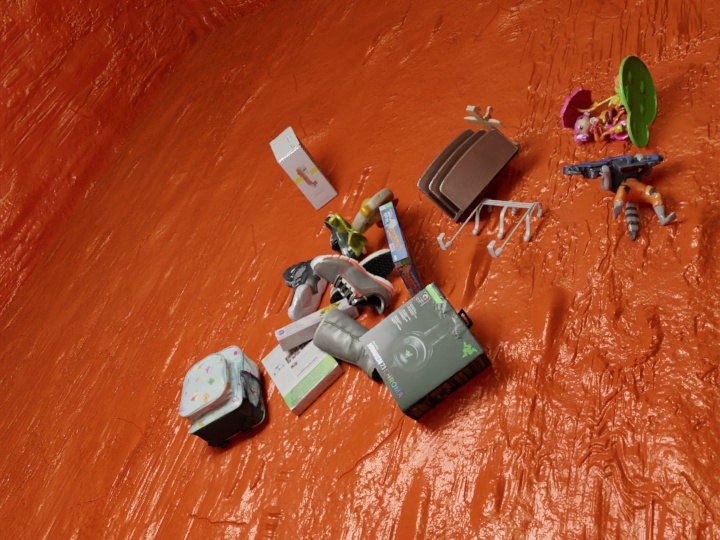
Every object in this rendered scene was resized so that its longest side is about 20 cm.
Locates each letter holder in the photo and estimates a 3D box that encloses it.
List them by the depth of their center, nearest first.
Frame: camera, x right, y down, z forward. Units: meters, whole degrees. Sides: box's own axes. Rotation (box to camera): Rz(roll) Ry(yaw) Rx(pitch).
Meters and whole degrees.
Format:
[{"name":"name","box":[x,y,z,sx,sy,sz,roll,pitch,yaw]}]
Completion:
[{"name":"letter holder","box":[0.242,-0.240,1.473,0.200,0.142,0.101,-47,-5,-9]}]

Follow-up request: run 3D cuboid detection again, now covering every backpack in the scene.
[{"name":"backpack","box":[-0.318,0.276,1.463,0.175,0.153,0.201,-33,31,17]}]

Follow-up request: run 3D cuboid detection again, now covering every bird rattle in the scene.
[{"name":"bird rattle","box":[0.034,-0.134,1.543,0.199,0.113,0.163,-31,-12,-29]}]

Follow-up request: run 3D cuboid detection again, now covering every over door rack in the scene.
[{"name":"over door rack","box":[0.280,-0.085,1.360,0.146,0.067,0.199,11,39,45]}]

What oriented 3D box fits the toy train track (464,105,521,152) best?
[{"name":"toy train track","box":[0.317,-0.336,1.480,0.114,0.199,0.033,26,88,50]}]

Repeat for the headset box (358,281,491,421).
[{"name":"headset box","box":[0.128,0.149,1.207,0.199,0.093,0.175,-36,61,5]}]

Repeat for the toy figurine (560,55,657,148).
[{"name":"toy figurine","box":[0.529,-0.341,1.398,0.183,0.148,0.204,-11,69,51]}]

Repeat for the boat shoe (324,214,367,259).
[{"name":"boat shoe","box":[-0.055,-0.086,1.655,0.067,0.072,0.200,-37,39,-3]}]

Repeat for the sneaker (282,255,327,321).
[{"name":"sneaker","box":[-0.153,0.049,1.608,0.112,0.076,0.202,-6,43,37]}]

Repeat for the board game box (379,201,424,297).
[{"name":"board game box","box":[0.095,-0.043,1.432,0.034,0.136,0.202,-21,40,9]}]

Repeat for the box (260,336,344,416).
[{"name":"box","box":[-0.136,0.220,1.455,0.144,0.036,0.200,-43,36,-3]}]

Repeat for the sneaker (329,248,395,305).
[{"name":"sneaker","box":[0.000,0.001,1.512,0.199,0.070,0.094,-41,32,19]}]

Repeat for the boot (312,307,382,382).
[{"name":"boot","box":[0.009,0.131,1.378,0.182,0.073,0.199,-49,41,-12]}]

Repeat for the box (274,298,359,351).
[{"name":"box","box":[-0.099,0.123,1.470,0.198,0.042,0.039,-26,35,-7]}]

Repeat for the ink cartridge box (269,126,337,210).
[{"name":"ink cartridge box","box":[-0.167,-0.297,1.853,0.083,0.201,0.146,-35,37,5]}]

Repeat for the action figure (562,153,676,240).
[{"name":"action figure","box":[0.495,-0.158,1.239,0.196,0.106,0.195,-3,41,5]}]

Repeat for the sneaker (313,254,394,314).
[{"name":"sneaker","box":[-0.018,0.034,1.414,0.077,0.197,0.083,119,172,-48]}]
